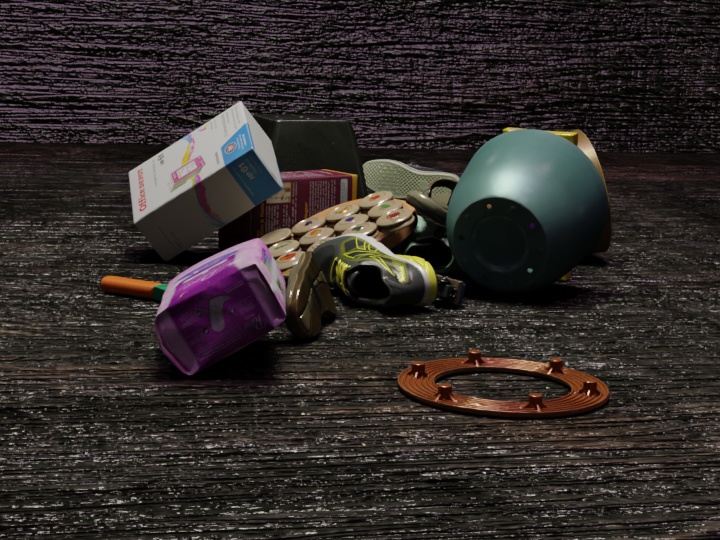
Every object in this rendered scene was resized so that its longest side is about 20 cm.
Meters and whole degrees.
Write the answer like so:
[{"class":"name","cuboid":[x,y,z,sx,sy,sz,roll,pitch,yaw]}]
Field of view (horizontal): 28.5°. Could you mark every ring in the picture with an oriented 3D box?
[{"class":"ring","cuboid":[0.135,0.103,1.337,0.200,0.019,0.200,2,11,0]}]

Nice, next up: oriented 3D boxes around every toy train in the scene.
[{"class":"toy train","cuboid":[0.075,0.014,1.789,0.046,0.034,0.200,11,4,-29]}]

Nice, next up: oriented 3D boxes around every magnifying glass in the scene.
[{"class":"magnifying glass","cuboid":[-0.224,0.029,1.684,0.199,0.022,0.080,10,13,28]}]

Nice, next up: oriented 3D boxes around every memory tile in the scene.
[{"class":"memory tile","cuboid":[-0.035,-0.053,1.882,0.199,0.017,0.153,-22,20,-6]}]

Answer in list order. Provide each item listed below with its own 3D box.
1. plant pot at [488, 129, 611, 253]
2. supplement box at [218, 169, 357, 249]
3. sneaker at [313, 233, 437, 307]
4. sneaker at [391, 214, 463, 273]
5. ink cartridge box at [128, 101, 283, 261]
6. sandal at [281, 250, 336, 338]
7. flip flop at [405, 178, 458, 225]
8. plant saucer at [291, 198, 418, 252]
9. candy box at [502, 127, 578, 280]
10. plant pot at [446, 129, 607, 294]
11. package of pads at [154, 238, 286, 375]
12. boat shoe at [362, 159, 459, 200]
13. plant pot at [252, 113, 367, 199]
[{"class":"plant pot","cuboid":[0.246,-0.097,2.096,0.199,0.187,0.186,-13,12,-6]},{"class":"supplement box","cuboid":[-0.107,-0.088,2.094,0.200,0.111,0.086,-6,12,-40]},{"class":"sneaker","cuboid":[0.000,0.000,1.725,0.200,0.075,0.084,12,14,43]},{"class":"sneaker","cuboid":[0.062,-0.040,1.948,0.200,0.074,0.118,10,6,27]},{"class":"ink cartridge box","cuboid":[-0.219,-0.124,1.972,0.200,0.085,0.145,-32,34,9]},{"class":"sandal","cuboid":[-0.069,0.031,1.583,0.054,0.081,0.200,-18,11,12]},{"class":"flip flop","cuboid":[0.116,-0.098,1.945,0.081,0.058,0.200,28,7,18]},{"class":"plant saucer","cuboid":[-0.020,-0.054,1.938,0.200,0.032,0.200,-17,20,6]},{"class":"candy box","cuboid":[0.239,-0.090,1.920,0.102,0.201,0.026,6,13,22]},{"class":"plant pot","cuboid":[0.199,-0.062,1.805,0.200,0.201,0.161,6,24,22]},{"class":"package of pads","cuboid":[-0.138,0.032,1.421,0.120,0.076,0.200,-30,10,2]},{"class":"boat shoe","cuboid":[0.098,-0.170,2.714,0.199,0.075,0.062,8,6,7]},{"class":"plant pot","cuboid":[-0.103,-0.170,2.368,0.199,0.178,0.199,-2,10,-18]}]
